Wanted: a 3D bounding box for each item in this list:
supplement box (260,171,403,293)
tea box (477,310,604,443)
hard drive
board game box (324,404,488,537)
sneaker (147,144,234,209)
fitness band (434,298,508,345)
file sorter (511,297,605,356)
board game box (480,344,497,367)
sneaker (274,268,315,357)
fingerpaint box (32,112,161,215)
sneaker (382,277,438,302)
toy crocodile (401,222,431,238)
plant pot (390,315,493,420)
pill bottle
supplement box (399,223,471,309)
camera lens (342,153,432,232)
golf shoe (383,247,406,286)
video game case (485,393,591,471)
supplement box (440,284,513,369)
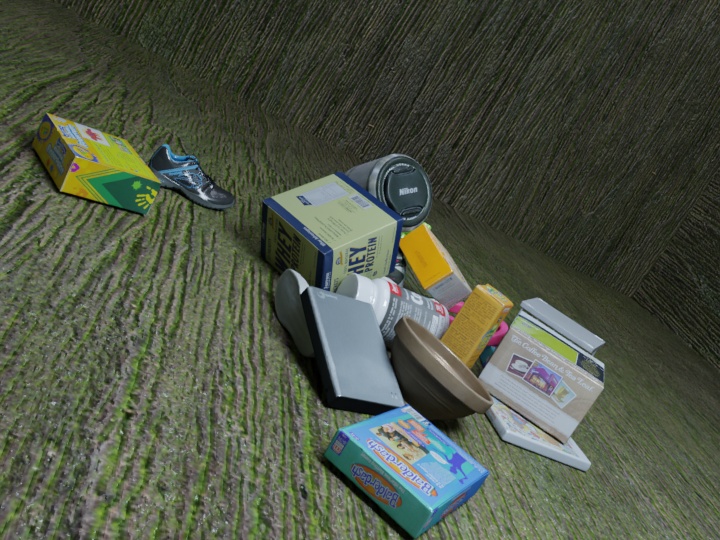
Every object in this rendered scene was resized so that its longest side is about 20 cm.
[{"bbox_3d":[-0.060,-0.066,1.474,0.199,0.135,0.200,-25,49,-34],"label":"supplement box"},{"bbox_3d":[0.351,0.198,1.459,0.199,0.134,0.197,34,14,13],"label":"tea box"},{"bbox_3d":[-0.014,0.124,1.164,0.139,0.033,0.201,18,40,-39],"label":"hard drive"},{"bbox_3d":[0.065,0.252,0.982,0.152,0.045,0.200,37,16,24],"label":"board game box"},{"bbox_3d":[-0.351,-0.194,1.599,0.199,0.082,0.073,23,14,-27],"label":"sneaker"},{"bbox_3d":[0.238,0.112,1.695,0.143,0.038,0.200,-5,24,-40],"label":"fitness band"},{"bbox_3d":[0.467,0.175,1.849,0.200,0.125,0.139,36,17,23],"label":"file sorter"},{"bbox_3d":[0.337,0.195,1.696,0.151,0.045,0.200,27,16,-8],"label":"board game box"},{"bbox_3d":[-0.069,0.083,1.270,0.115,0.074,0.200,20,28,-37],"label":"sneaker"},{"bbox_3d":[-0.481,-0.193,1.370,0.166,0.074,0.200,16,20,-45],"label":"fingerpaint box"},{"bbox_3d":[0.093,0.092,1.569,0.199,0.079,0.090,23,35,-12],"label":"sneaker"},{"bbox_3d":[0.086,-0.087,1.706,0.199,0.068,0.062,3,-32,51],"label":"toy crocodile"},{"bbox_3d":[0.112,0.173,1.217,0.201,0.093,0.201,43,8,-7],"label":"plant pot"},{"bbox_3d":[0.055,0.083,1.399,0.199,0.114,0.114,23,16,-24],"label":"pill bottle"},{"bbox_3d":[0.163,-0.005,1.619,0.127,0.073,0.200,61,10,23],"label":"supplement box"},{"bbox_3d":[0.043,-0.154,1.607,0.159,0.161,0.199,20,-14,-31],"label":"camera lens"},{"bbox_3d":[0.000,0.000,1.605,0.198,0.089,0.077,-1,22,19],"label":"golf shoe"},{"bbox_3d":[0.311,0.284,1.408,0.199,0.023,0.182,24,16,-21],"label":"video game case"},{"bbox_3d":[0.190,0.123,1.356,0.069,0.201,0.066,35,16,22],"label":"supplement box"}]
